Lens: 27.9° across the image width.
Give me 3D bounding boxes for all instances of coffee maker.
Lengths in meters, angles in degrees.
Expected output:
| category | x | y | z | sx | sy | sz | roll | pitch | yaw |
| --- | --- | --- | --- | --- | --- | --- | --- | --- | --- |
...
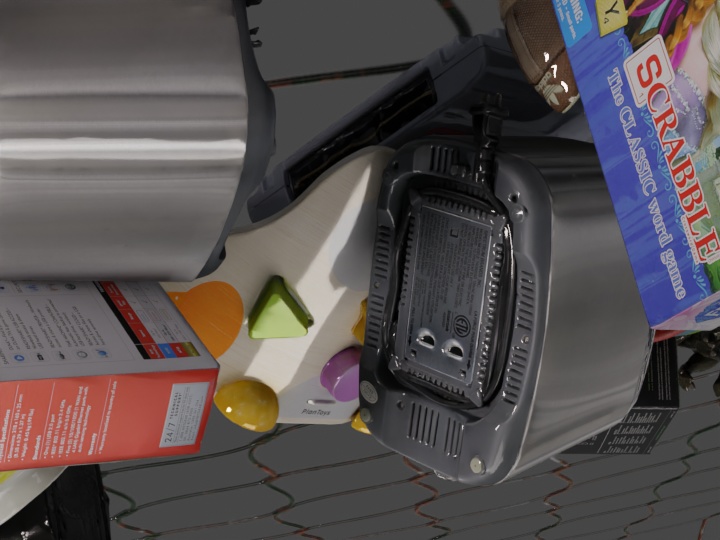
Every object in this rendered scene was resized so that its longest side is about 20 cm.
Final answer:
| category | x | y | z | sx | sy | sz | roll | pitch | yaw |
| --- | --- | --- | --- | --- | --- | --- | --- | --- | --- |
| coffee maker | -0.312 | 0.220 | 1.150 | 0.199 | 0.192 | 0.135 | -20 | 132 | 11 |

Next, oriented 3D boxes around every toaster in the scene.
| category | x | y | z | sx | sy | sz | roll | pitch | yaw |
| --- | --- | --- | --- | --- | --- | --- | --- | --- | --- |
| toaster | -0.114 | -0.065 | 0.620 | 0.129 | 0.114 | 0.200 | -4 | 160 | -19 |
| toaster | 0.082 | 0.006 | 0.750 | 0.113 | 0.201 | 0.129 | 18 | -161 | 42 |

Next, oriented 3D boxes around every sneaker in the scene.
| category | x | y | z | sx | sy | sz | roll | pitch | yaw |
| --- | --- | --- | --- | --- | --- | --- | --- | --- | --- |
| sneaker | 0.163 | -0.113 | 0.727 | 0.199 | 0.076 | 0.070 | -6 | 159 | -20 |

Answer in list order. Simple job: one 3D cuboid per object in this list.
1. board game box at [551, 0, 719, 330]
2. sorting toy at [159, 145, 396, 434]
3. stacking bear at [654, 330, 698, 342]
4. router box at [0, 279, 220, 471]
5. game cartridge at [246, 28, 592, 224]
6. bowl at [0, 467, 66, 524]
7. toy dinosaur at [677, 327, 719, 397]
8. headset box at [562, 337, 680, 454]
| category | x | y | z | sx | sy | sz | roll | pitch | yaw |
| --- | --- | --- | --- | --- | --- | --- | --- | --- | --- |
| board game box | 0.165 | -0.105 | 0.569 | 0.041 | 0.201 | 0.199 | 1 | 155 | -35 |
| sorting toy | 0.000 | 0.000 | 0.835 | 0.200 | 0.107 | 0.180 | 7 | 133 | -45 |
| stacking bear | 0.237 | -0.011 | 1.019 | 0.200 | 0.122 | 0.114 | -5 | 158 | -44 |
| router box | -0.188 | 0.015 | 0.678 | 0.179 | 0.200 | 0.049 | -1 | 121 | -32 |
| game cartridge | 0.045 | -0.068 | 0.833 | 0.133 | 0.041 | 0.200 | 1 | 156 | -44 |
| bowl | -0.226 | 0.088 | 0.825 | 0.200 | 0.108 | 0.200 | -36 | -171 | 6 |
| toy dinosaur | 0.312 | 0.056 | 1.280 | 0.102 | 0.077 | 0.200 | -40 | -170 | -30 |
| headset box | 0.148 | 0.090 | 1.192 | 0.199 | 0.093 | 0.174 | -1 | 161 | 4 |
